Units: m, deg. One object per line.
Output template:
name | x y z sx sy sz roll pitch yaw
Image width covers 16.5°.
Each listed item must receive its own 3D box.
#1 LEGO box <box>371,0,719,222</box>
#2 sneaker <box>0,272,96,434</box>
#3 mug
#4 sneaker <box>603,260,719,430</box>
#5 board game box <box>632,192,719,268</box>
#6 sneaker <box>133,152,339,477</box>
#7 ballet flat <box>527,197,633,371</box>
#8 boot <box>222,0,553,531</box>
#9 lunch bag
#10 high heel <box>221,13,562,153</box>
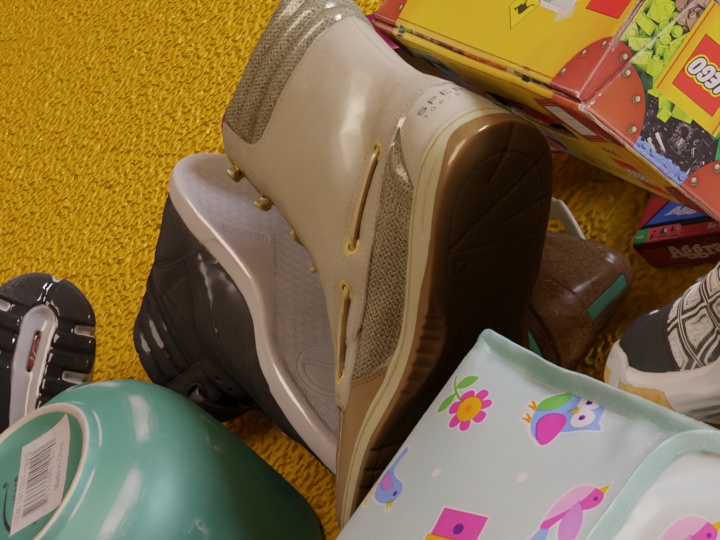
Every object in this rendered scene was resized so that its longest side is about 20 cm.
LEGO box | 0.107 -0.119 0.945 0.149 0.077 0.200 -55 25 0
sneaker | -0.165 0.108 1.192 0.090 0.078 0.202 102 -176 -73
mug | -0.116 0.120 1.060 0.184 0.114 0.153 13 66 55
sneaker | 0.145 0.017 0.840 0.200 0.075 0.088 -178 100 -74
board game box | 0.200 -0.057 0.960 0.199 0.019 0.103 -9 47 46
sneaker | -0.038 0.047 1.104 0.200 0.070 0.100 54 138 36
ballet flat | 0.049 -0.011 1.062 0.072 0.068 0.200 -34 27 -17
boot | 0.000 0.000 0.995 0.155 0.072 0.201 42 130 45
lunch bag | 0.078 0.132 0.805 0.171 0.122 0.199 -53 39 -11
high heel | 0.038 -0.068 1.075 0.198 0.068 0.096 -7 28 -1
